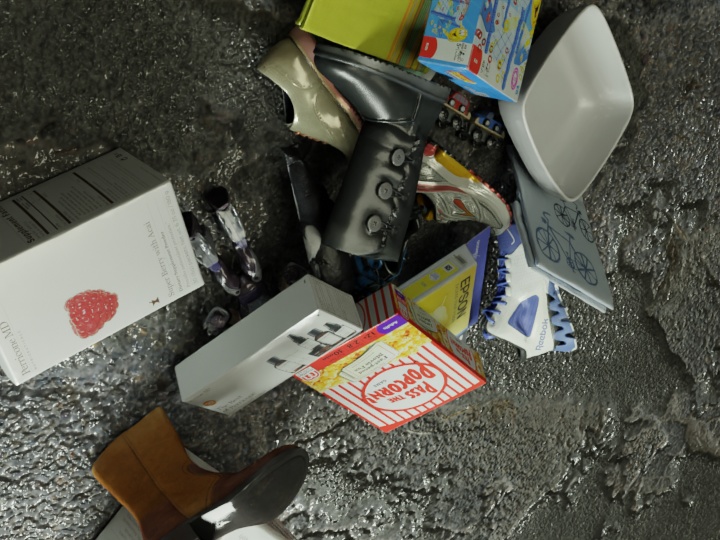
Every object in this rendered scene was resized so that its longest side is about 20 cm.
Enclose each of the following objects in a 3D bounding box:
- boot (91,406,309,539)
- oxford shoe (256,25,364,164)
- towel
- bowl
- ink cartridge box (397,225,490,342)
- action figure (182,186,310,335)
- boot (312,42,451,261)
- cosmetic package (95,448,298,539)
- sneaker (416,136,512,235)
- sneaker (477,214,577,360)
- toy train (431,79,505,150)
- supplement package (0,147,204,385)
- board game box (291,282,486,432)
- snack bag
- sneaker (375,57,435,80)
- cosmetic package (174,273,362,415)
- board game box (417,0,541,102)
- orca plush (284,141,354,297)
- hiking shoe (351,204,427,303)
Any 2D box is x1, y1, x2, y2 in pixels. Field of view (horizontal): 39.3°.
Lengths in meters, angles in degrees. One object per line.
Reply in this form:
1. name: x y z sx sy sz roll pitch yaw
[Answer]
1. boot: -0.171 0.210 1.070 0.188 0.200 0.069 -43 133 -9
2. oxford shoe: -0.044 -0.168 1.097 0.074 0.071 0.200 -35 123 -3
3. towel: 0.021 -0.256 0.997 0.199 0.018 0.086 5 113 -51
4. bowl: 0.254 -0.211 1.283 0.200 0.074 0.200 -55 132 -21
5. ink cartridge box: 0.096 0.065 1.281 0.199 0.047 0.198 -30 145 -23
6. action figure: -0.128 0.011 1.098 0.130 0.069 0.200 -36 125 -9
7. boot: -0.003 -0.118 1.051 0.164 0.066 0.201 15 101 -29
8. cosmetic package: -0.188 0.342 1.140 0.200 0.165 0.165 -50 131 -9
9. sneaker: 0.111 -0.094 1.250 0.200 0.078 0.082 31 100 -37
10. sneaker: 0.203 0.035 1.339 0.115 0.081 0.200 -22 97 -2
11. toy train: 0.107 -0.196 1.220 0.199 0.034 0.046 22 83 -41
12. supplement package: -0.271 -0.009 0.944 0.199 0.120 0.122 -30 127 -24
13. board game box: 0.033 0.108 1.177 0.151 0.046 0.200 -30 138 22
14. snack bag: 0.257 -0.057 1.325 0.021 0.201 0.188 -31 142 33
15. sneaker: 0.063 -0.281 1.114 0.200 0.074 0.119 -41 137 -29
16. cosmetic package: -0.101 0.086 1.097 0.200 0.051 0.082 -35 143 22
17. board game box: 0.139 -0.294 1.066 0.200 0.056 0.197 0 104 -67
18. orca plush: -0.030 -0.047 1.128 0.071 0.105 0.201 -13 91 -1
19. hiking shoe: 0.000 0.000 1.185 0.074 0.087 0.201 19 97 -42
